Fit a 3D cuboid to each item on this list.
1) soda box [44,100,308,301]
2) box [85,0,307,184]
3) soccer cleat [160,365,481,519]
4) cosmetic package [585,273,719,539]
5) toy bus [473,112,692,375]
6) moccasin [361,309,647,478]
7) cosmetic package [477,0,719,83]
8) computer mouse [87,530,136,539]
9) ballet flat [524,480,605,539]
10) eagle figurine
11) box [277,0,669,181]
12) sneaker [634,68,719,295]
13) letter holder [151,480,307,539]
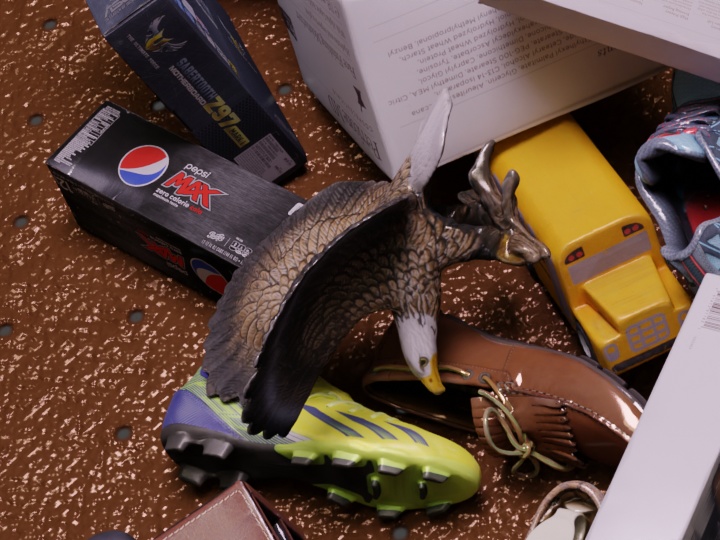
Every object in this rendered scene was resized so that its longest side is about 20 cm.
[{"bbox_3d":[-0.101,-0.032,1.580,0.200,0.071,0.063,28,66,32],"label":"soda box"},{"bbox_3d":[-0.121,-0.157,1.599,0.051,0.200,0.158,-34,50,6],"label":"box"},{"bbox_3d":[-0.021,0.092,1.468,0.199,0.065,0.084,7,53,21],"label":"soccer cleat"},{"bbox_3d":[0.179,0.127,1.329,0.051,0.151,0.201,15,59,23],"label":"cosmetic package"},{"bbox_3d":[0.132,-0.023,1.490,0.065,0.079,0.200,-24,35,-4],"label":"toy bus"},{"bbox_3d":[0.087,0.080,1.439,0.201,0.074,0.078,23,62,30],"label":"moccasin"},{"bbox_3d":[0.174,-0.163,1.427,0.199,0.051,0.083,18,78,-4],"label":"cosmetic package"},{"bbox_3d":[-0.102,0.213,1.417,0.059,0.034,0.200,-40,54,-16],"label":"computer mouse"},{"bbox_3d":[0.087,0.198,1.354,0.068,0.067,0.201,11,57,23],"label":"ballet flat"},{"bbox_3d":[0.002,0.007,1.413,0.199,0.152,0.151,-17,56,-8],"label":"eagle figurine"},{"bbox_3d":[0.062,-0.177,1.559,0.199,0.131,0.199,-24,28,-9],"label":"box"},{"bbox_3d":[0.202,-0.067,1.440,0.079,0.095,0.201,-39,38,34],"label":"sneaker"},{"bbox_3d":[-0.097,0.235,1.337,0.200,0.101,0.142,-34,62,3],"label":"letter holder"}]
